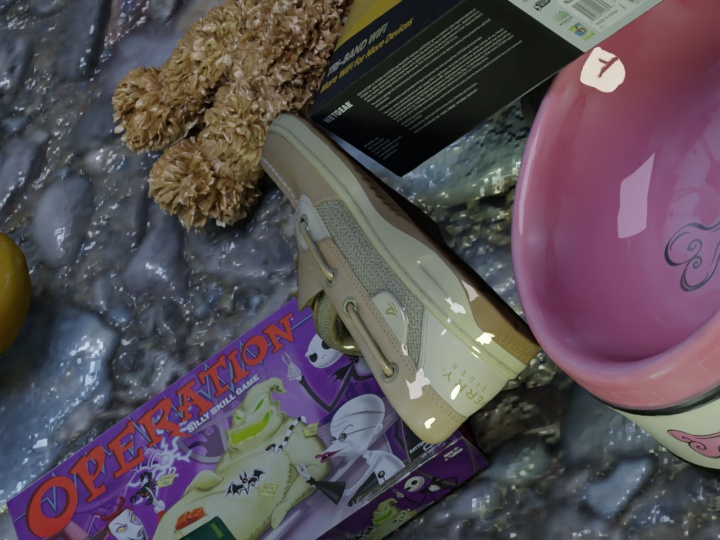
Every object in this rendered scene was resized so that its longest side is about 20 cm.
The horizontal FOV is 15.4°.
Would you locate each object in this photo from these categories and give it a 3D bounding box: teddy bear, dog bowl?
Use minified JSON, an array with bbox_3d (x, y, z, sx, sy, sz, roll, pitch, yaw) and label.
[{"bbox_3d":[-0.030,-0.106,1.213,0.199,0.067,0.146,-25,51,19],"label":"teddy bear"},{"bbox_3d":[0.133,-0.030,0.990,0.200,0.073,0.201,-30,51,46],"label":"dog bowl"}]

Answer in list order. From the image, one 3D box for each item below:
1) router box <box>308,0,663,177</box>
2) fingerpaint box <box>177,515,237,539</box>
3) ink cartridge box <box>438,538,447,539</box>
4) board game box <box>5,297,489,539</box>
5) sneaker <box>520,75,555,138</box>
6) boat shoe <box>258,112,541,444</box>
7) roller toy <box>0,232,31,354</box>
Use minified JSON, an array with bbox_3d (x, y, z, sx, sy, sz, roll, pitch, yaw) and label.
[{"bbox_3d":[0.070,-0.144,1.064,0.200,0.052,0.158,-33,31,53],"label":"router box"},{"bbox_3d":[-0.077,0.195,0.967,0.166,0.074,0.200,-30,29,-10],"label":"fingerpaint box"},{"bbox_3d":[0.034,0.196,0.971,0.162,0.050,0.200,-50,49,-5],"label":"ink cartridge box"},{"bbox_3d":[-0.052,0.090,1.121,0.200,0.032,0.120,-36,42,9],"label":"board game box"},{"bbox_3d":[0.126,-0.137,1.117,0.076,0.081,0.200,29,80,42],"label":"sneaker"},{"bbox_3d":[0.000,0.000,1.080,0.065,0.072,0.200,-49,39,5],"label":"boat shoe"},{"bbox_3d":[-0.267,0.032,1.231,0.182,0.140,0.200,31,77,33],"label":"roller toy"}]
